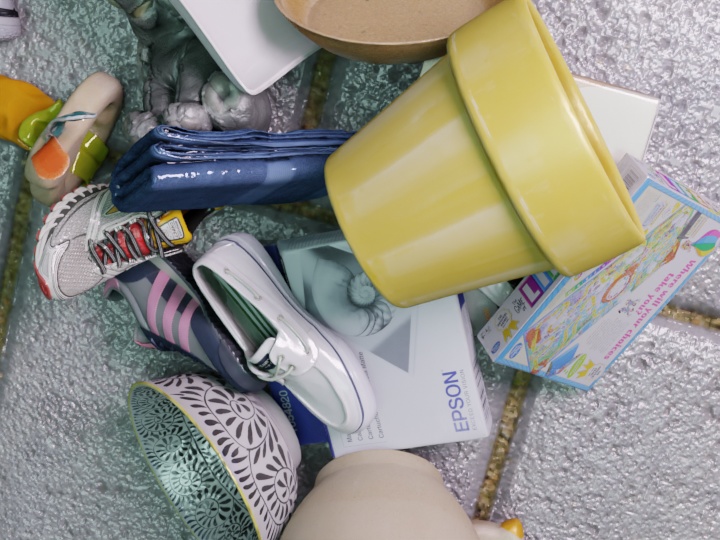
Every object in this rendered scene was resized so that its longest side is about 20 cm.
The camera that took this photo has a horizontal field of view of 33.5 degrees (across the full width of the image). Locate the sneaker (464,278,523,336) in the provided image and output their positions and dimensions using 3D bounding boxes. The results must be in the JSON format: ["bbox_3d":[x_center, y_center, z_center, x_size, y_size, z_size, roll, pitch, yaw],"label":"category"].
[{"bbox_3d":[0.064,-0.025,1.055,0.079,0.074,0.201,-37,96,16],"label":"sneaker"}]

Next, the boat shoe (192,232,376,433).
[{"bbox_3d":[-0.070,0.064,0.998,0.201,0.067,0.074,50,130,4],"label":"boat shoe"}]

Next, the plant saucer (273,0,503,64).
[{"bbox_3d":[0.027,-0.217,0.973,0.197,0.202,0.036,2,129,5],"label":"plant saucer"}]

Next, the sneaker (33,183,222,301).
[{"bbox_3d":[-0.191,-0.042,1.013,0.082,0.200,0.079,22,141,38],"label":"sneaker"}]

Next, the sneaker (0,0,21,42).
[{"bbox_3d":[-0.401,-0.256,1.054,0.196,0.075,0.117,-2,100,0],"label":"sneaker"}]

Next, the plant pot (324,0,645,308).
[{"bbox_3d":[0.084,-0.069,0.884,0.187,0.201,0.203,-28,97,15],"label":"plant pot"}]

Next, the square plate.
[{"bbox_3d":[-0.108,-0.249,0.977,0.028,0.198,0.201,-35,97,39],"label":"square plate"}]

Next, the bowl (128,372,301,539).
[{"bbox_3d":[-0.114,0.164,1.075,0.094,0.200,0.203,-32,98,-28],"label":"bowl"}]

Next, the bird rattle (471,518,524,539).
[{"bbox_3d":[0.109,0.317,1.123,0.197,0.112,0.166,-16,87,21],"label":"bird rattle"}]

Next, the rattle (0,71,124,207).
[{"bbox_3d":[-0.278,-0.131,0.999,0.130,0.200,0.143,-43,95,13],"label":"rattle"}]

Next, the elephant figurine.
[{"bbox_3d":[-0.146,-0.199,1.003,0.139,0.155,0.203,-11,79,-5],"label":"elephant figurine"}]

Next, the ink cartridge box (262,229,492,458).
[{"bbox_3d":[-0.002,0.062,1.036,0.197,0.041,0.202,-10,107,16],"label":"ink cartridge box"}]

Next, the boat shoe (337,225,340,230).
[{"bbox_3d":[0.000,0.000,1.066,0.070,0.070,0.204,-17,101,5],"label":"boat shoe"}]

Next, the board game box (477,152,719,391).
[{"bbox_3d":[0.207,0.009,1.011,0.133,0.034,0.201,20,117,-39],"label":"board game box"}]

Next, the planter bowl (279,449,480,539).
[{"bbox_3d":[0.016,0.243,1.044,0.197,0.136,0.202,0,139,0],"label":"planter bowl"}]

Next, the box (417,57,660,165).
[{"bbox_3d":[0.143,-0.136,1.015,0.197,0.095,0.079,16,102,1],"label":"box"}]

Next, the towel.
[{"bbox_3d":[-0.098,-0.083,0.973,0.198,0.111,0.049,-6,82,-34],"label":"towel"}]

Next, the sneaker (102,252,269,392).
[{"bbox_3d":[-0.156,0.052,1.064,0.082,0.070,0.200,-50,59,12],"label":"sneaker"}]
